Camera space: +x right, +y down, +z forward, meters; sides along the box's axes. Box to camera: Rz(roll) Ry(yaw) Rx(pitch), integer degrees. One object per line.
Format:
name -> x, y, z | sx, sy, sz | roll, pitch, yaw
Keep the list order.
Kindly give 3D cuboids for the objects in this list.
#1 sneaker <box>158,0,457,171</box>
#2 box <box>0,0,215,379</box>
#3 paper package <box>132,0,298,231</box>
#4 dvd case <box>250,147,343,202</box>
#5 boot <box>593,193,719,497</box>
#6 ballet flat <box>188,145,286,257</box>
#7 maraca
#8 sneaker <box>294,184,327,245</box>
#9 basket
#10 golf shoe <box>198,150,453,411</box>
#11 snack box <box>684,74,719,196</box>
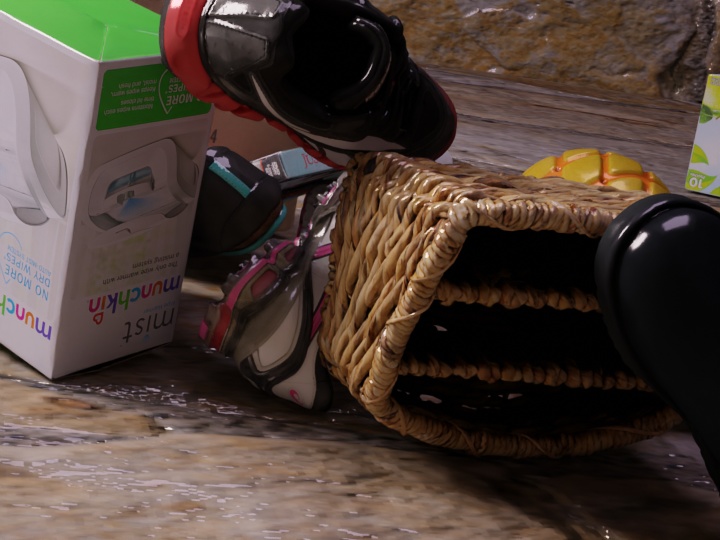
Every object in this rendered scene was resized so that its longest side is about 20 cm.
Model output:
sneaker -> -0.005, -0.093, 0.758 | 0.097, 0.072, 0.199 | 12, -7, 43
box -> -0.185, -0.069, 0.820 | 0.199, 0.178, 0.096 | 30, 28, 31
paper package -> -0.144, -0.132, 1.153 | 0.198, 0.193, 0.103 | 2, 15, -34
dvd case -> -0.074, -0.055, 1.025 | 0.199, 0.022, 0.145 | -19, -1, 40
boot -> 0.192, 0.067, 0.617 | 0.076, 0.201, 0.168 | -35, 23, -9
ballet flat -> -0.112, -0.038, 0.887 | 0.068, 0.068, 0.199 | 44, -30, -18
maraca -> 0.203, -0.035, 1.178 | 0.198, 0.108, 0.136 | 19, 23, 34
sneaker -> -0.001, 0.000, 0.967 | 0.086, 0.075, 0.200 | 9, 18, -1
basket -> 0.092, 0.029, 0.738 | 0.198, 0.145, 0.149 | 6, 10, -24
golf shoe -> 0.000, 0.000, 0.844 | 0.092, 0.073, 0.200 | 38, 57, 9
snack box -> 0.501, -0.145, 1.776 | 0.198, 0.144, 0.053 | 15, 13, 24
